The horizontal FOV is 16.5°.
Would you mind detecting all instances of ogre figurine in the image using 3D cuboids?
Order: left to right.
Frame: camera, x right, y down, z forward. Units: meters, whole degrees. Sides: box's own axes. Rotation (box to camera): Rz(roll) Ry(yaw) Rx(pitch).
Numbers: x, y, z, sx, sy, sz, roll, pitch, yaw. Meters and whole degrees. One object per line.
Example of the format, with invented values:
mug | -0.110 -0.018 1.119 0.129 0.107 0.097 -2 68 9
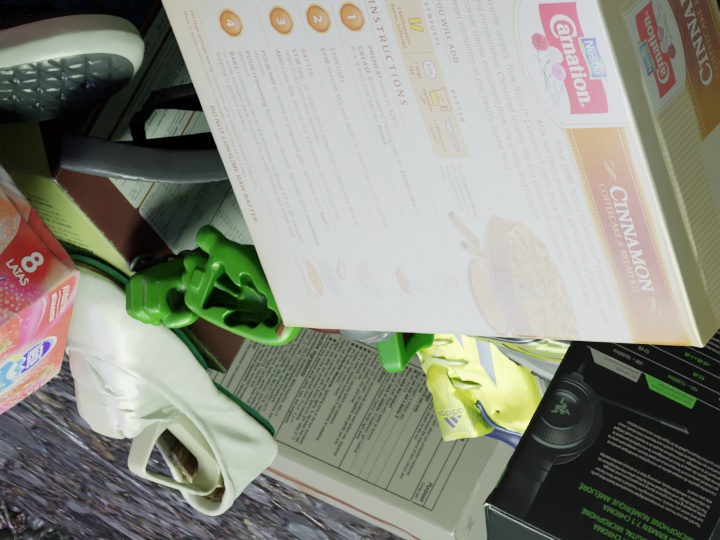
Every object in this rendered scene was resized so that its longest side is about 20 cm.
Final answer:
ogre figurine | 0.000 0.000 1.161 0.120 0.199 0.099 -9 -106 -65

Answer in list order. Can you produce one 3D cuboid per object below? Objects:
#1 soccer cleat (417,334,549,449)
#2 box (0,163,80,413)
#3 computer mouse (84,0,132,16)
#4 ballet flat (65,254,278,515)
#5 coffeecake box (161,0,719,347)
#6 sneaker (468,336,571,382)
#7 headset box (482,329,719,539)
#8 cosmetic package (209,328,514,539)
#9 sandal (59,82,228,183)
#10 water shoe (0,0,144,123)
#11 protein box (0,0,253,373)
soccer cleat | 0.058 0.046 1.326 0.200 0.084 0.065 43 174 -16
box | -0.199 0.017 1.146 0.095 0.102 0.200 52 163 6
computer mouse | -0.039 -0.152 1.013 0.199 0.046 0.141 17 140 24
ballet flat | -0.103 0.067 1.242 0.069 0.070 0.200 18 160 34
coffeecake box | 0.041 -0.057 0.932 0.199 0.073 0.154 2 122 39
sneaker | 0.054 -0.004 1.245 0.199 0.076 0.076 18 162 0
headset box | 0.134 0.073 1.100 0.092 0.201 0.174 25 164 12
cosmetic package | 0.006 0.101 1.582 0.199 0.104 0.087 24 165 25
sandal | -0.051 -0.067 1.126 0.199 0.043 0.076 -8 -171 -36
water shoe | -0.186 -0.107 1.105 0.199 0.079 0.071 -9 162 28
protein box | -0.151 -0.075 1.254 0.198 0.135 0.200 18 160 31
